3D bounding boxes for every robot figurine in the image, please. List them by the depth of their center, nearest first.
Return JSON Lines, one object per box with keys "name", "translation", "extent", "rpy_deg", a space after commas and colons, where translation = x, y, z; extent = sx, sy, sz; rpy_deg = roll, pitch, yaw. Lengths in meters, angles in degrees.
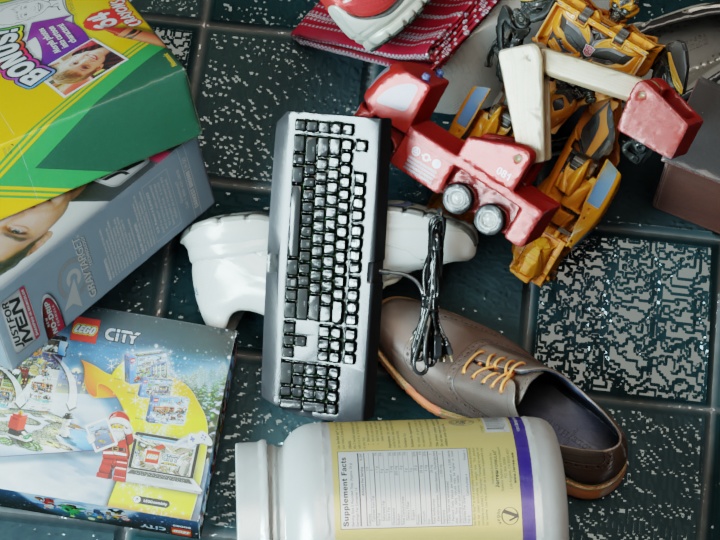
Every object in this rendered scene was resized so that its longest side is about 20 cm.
{"name": "robot figurine", "translation": [0.131, -0.098, 1.720], "extent": [0.145, 0.058, 0.200], "rpy_deg": [31, 107, 11]}

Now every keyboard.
{"name": "keyboard", "translation": [0.000, 0.000, 1.664], "extent": [0.127, 0.021, 0.200], "rpy_deg": [5, 99, 11]}

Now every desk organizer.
{"name": "desk organizer", "translation": [0.304, -0.050, 1.745], "extent": [0.200, 0.077, 0.072], "rpy_deg": [23, 67, 8]}

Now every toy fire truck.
{"name": "toy fire truck", "translation": [0.104, -0.096, 1.673], "extent": [0.200, 0.049, 0.141], "rpy_deg": [34, 107, 12]}

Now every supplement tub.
{"name": "supplement tub", "translation": [0.023, 0.165, 1.599], "extent": [0.200, 0.145, 0.146], "rpy_deg": [-2, 66, -3]}

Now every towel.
{"name": "towel", "translation": [0.057, -0.221, 1.805], "extent": [0.145, 0.022, 0.200], "rpy_deg": [18, 60, 44]}

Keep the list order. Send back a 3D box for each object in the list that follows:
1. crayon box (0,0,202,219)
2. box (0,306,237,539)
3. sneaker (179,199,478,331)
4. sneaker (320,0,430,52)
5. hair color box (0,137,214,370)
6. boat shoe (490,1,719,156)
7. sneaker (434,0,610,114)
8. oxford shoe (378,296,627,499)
{"name": "crayon box", "translation": [-0.221, -0.121, 1.715], "extent": [0.172, 0.058, 0.200], "rpy_deg": [-23, 35, -13]}
{"name": "box", "translation": [-0.190, 0.091, 1.682], "extent": [0.200, 0.038, 0.137], "rpy_deg": [10, 65, 2]}
{"name": "sneaker", "translation": [-0.018, -0.002, 1.712], "extent": [0.200, 0.075, 0.087], "rpy_deg": [-6, 90, 13]}
{"name": "sneaker", "translation": [0.034, -0.243, 1.743], "extent": [0.085, 0.077, 0.200], "rpy_deg": [40, 60, -16]}
{"name": "hair color box", "translation": [-0.200, -0.026, 1.677], "extent": [0.099, 0.061, 0.200], "rpy_deg": [17, 45, 36]}
{"name": "boat shoe", "translation": [0.186, -0.133, 1.778], "extent": [0.200, 0.060, 0.074], "rpy_deg": [-20, 95, -11]}
{"name": "sneaker", "translation": [0.104, -0.186, 1.813], "extent": [0.200, 0.075, 0.088], "rpy_deg": [-34, 51, -13]}
{"name": "oxford shoe", "translation": [0.092, 0.070, 1.684], "extent": [0.200, 0.073, 0.071], "rpy_deg": [31, 68, 12]}
